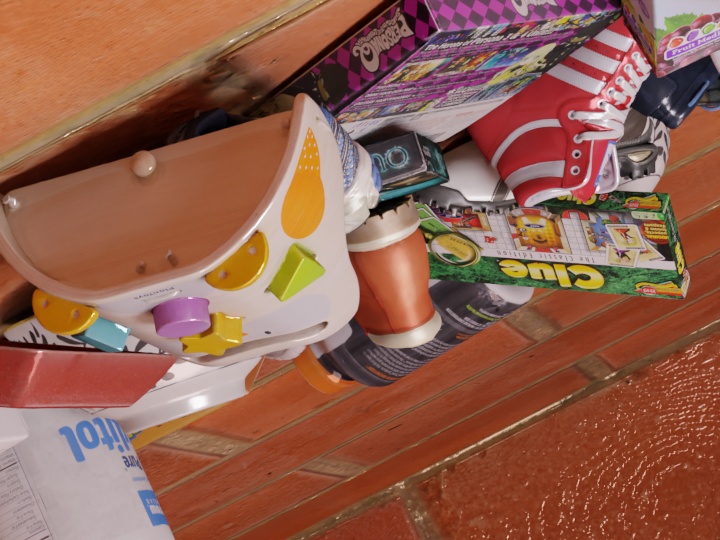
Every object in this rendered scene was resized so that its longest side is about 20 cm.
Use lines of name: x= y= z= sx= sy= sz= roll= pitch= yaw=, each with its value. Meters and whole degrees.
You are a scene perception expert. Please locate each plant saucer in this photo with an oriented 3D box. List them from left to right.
plant saucer: x=-0.235 y=0.057 z=1.440 sx=0.200 sy=0.037 sz=0.200 roll=5 pitch=179 yaw=19

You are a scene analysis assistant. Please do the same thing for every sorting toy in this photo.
sorting toy: x=-0.086 y=0.005 z=1.391 sx=0.200 sy=0.107 sz=0.180 roll=-15 pitch=153 yaw=16

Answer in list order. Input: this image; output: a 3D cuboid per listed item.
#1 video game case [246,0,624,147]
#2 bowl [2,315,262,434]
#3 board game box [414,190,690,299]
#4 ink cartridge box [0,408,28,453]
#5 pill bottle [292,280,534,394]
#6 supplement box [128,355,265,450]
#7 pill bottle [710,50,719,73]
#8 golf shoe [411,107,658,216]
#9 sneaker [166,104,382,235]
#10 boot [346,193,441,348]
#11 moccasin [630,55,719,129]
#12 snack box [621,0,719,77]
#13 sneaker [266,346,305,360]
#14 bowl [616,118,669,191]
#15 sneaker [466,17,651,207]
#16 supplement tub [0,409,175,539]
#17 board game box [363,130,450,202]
video game case: x=0.044 y=-0.122 z=1.499 sx=0.200 sy=0.036 sz=0.181 roll=-14 pitch=165 yaw=-49
bowl: x=-0.134 y=0.054 z=1.667 sx=0.200 sy=0.094 sz=0.201 roll=-18 pitch=178 yaw=-1
board game box: x=0.131 y=-0.023 z=1.768 sx=0.200 sy=0.023 sz=0.105 roll=4 pitch=148 yaw=22
ink cartridge box: x=-0.345 y=0.125 z=1.628 sx=0.200 sy=0.084 sz=0.145 roll=-32 pitch=167 yaw=25
pill bottle: x=0.034 y=0.026 z=1.981 sx=0.200 sy=0.106 sz=0.106 roll=-33 pitch=167 yaw=29
supplement box: x=-0.165 y=0.089 z=1.835 sx=0.200 sy=0.067 sz=0.069 roll=-28 pitch=-153 yaw=35
pill bottle: x=0.313 y=-0.177 z=1.628 sx=0.112 sy=0.112 sz=0.200 roll=-34 pitch=177 yaw=33
golf shoe: x=0.113 y=-0.095 z=1.690 sx=0.200 sy=0.095 sz=0.078 roll=-17 pitch=-159 yaw=-30
sneaker: x=-0.094 y=-0.056 z=1.428 sx=0.200 sy=0.077 sz=0.085 roll=-14 pitch=138 yaw=14
boot: x=0.000 y=0.000 z=1.699 sx=0.075 sy=0.107 sz=0.200 roll=-23 pitch=-167 yaw=-12
moccasin: x=0.237 y=-0.141 z=1.711 sx=0.200 sy=0.068 sz=0.080 roll=-33 pitch=170 yaw=-47
snack box: x=0.252 y=-0.208 z=1.453 sx=0.200 sy=0.053 sz=0.142 roll=-26 pitch=151 yaw=-4
sneaker: x=-0.070 y=0.015 z=1.854 sx=0.082 sy=0.075 sz=0.200 roll=12 pitch=162 yaw=-13
bowl: x=0.159 y=-0.067 z=1.842 sx=0.201 sy=0.094 sz=0.201 roll=-26 pitch=170 yaw=-5
sneaker: x=0.164 y=-0.118 z=1.594 sx=0.200 sy=0.113 sz=0.071 roll=-33 pitch=165 yaw=23
supplement tub: x=-0.220 y=0.155 z=1.748 sx=0.132 sy=0.200 sz=0.132 roll=-26 pitch=169 yaw=-5
board game box: x=-0.047 y=-0.042 z=1.561 sx=0.200 sy=0.028 sz=0.135 roll=-18 pitch=177 yaw=8
